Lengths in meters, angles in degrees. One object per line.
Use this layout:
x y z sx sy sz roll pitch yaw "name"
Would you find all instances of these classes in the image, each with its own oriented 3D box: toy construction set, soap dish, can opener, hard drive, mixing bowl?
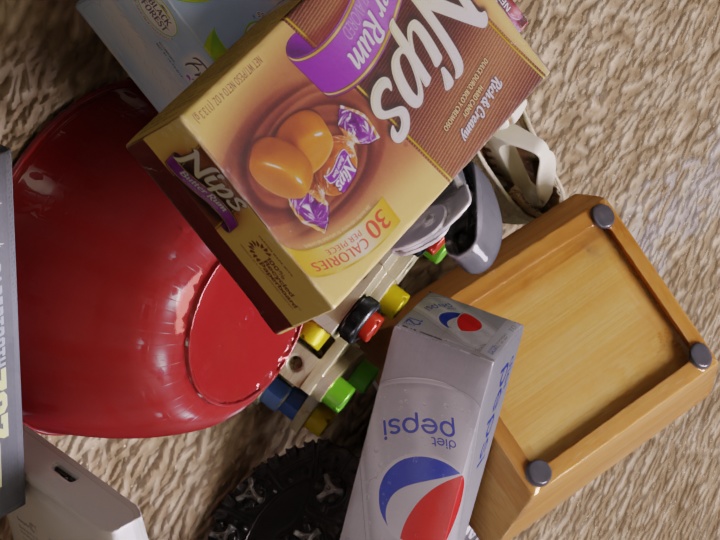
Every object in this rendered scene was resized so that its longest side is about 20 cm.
0.000 0.000 1.382 0.131 0.092 0.201 62 50 -81 "toy construction set"
0.115 0.055 1.472 0.200 0.158 0.081 -32 175 -28 "soap dish"
0.035 -0.068 1.330 0.053 0.200 0.067 -35 123 17 "can opener"
-0.136 0.189 1.251 0.026 0.132 0.201 -28 124 -27 "hard drive"
-0.098 0.009 1.250 0.200 0.108 0.201 -29 129 -44 "mixing bowl"

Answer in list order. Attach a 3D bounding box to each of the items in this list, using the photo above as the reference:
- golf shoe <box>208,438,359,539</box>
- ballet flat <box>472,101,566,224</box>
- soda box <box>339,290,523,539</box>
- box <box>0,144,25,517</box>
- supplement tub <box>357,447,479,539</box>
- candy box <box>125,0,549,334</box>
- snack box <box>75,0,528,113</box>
-0.056 0.193 1.444 0.201 0.078 0.094 -56 150 3 "golf shoe"
0.088 -0.098 1.497 0.068 0.062 0.200 -56 144 -20 "ballet flat"
0.035 0.120 1.385 0.068 0.063 0.201 -41 148 -64 "soda box"
-0.233 0.049 1.130 0.157 0.051 0.201 -27 128 -45 "box"
0.044 0.145 1.526 0.200 0.107 0.107 -54 144 -22 "supplement tub"
-0.006 -0.078 1.140 0.117 0.056 0.200 52 55 -12 "candy box"
-0.024 -0.132 1.224 0.169 0.068 0.200 51 51 -14 "snack box"
